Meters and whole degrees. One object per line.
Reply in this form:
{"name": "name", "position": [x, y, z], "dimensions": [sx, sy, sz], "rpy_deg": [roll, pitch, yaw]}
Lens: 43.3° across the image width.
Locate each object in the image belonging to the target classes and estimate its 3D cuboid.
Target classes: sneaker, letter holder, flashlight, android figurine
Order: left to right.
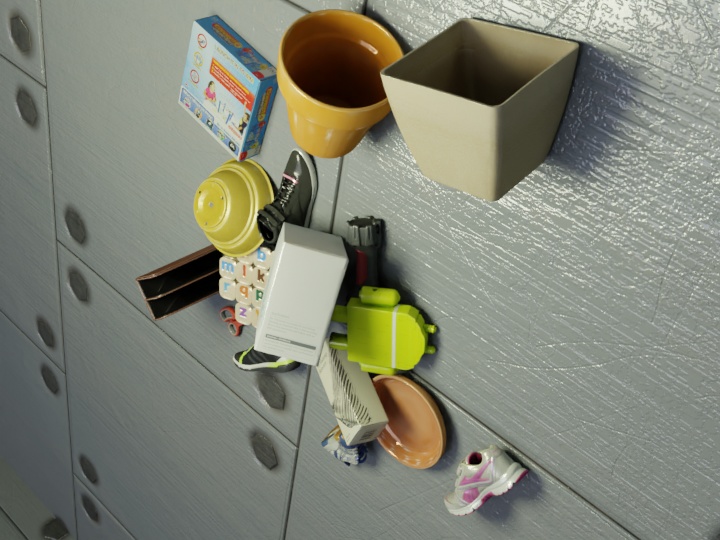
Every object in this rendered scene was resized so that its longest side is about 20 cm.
{"name": "letter holder", "position": [-0.352, 0.018, 1.921], "dimensions": [0.142, 0.199, 0.101], "rpy_deg": [-11, 104, 62]}
{"name": "sneaker", "position": [-0.204, 0.171, 1.980], "dimensions": [0.199, 0.072, 0.083], "rpy_deg": [-3, 105, 40]}
{"name": "sneaker", "position": [-0.143, -0.132, 1.715], "dimensions": [0.071, 0.099, 0.201], "rpy_deg": [34, 132, 31]}
{"name": "sneaker", "position": [-0.010, 0.352, 1.869], "dimensions": [0.088, 0.075, 0.200], "rpy_deg": [45, 156, 1]}
{"name": "flashlight", "position": [0.000, 0.000, 1.664], "dimensions": [0.068, 0.068, 0.201], "rpy_deg": [21, 127, 38]}
{"name": "android figurine", "position": [0.040, 0.114, 1.654], "dimensions": [0.198, 0.041, 0.183], "rpy_deg": [5, 120, 13]}
{"name": "sneaker", "position": [0.214, 0.375, 1.647], "dimensions": [0.088, 0.081, 0.200], "rpy_deg": [54, 131, 11]}

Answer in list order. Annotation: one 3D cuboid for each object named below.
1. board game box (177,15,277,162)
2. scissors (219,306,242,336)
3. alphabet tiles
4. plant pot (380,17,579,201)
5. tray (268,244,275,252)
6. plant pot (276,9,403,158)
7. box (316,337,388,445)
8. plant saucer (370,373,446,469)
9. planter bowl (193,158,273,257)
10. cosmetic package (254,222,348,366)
{"name": "board game box", "position": [-0.257, -0.349, 1.746], "dimensions": [0.200, 0.056, 0.196], "rpy_deg": [44, 137, 20]}
{"name": "scissors", "position": [-0.264, 0.104, 2.024], "dimensions": [0.200, 0.014, 0.074], "rpy_deg": [-22, 94, 58]}
{"name": "alphabet tiles", "position": [-0.204, 0.037, 1.874], "dimensions": [0.199, 0.015, 0.197], "rpy_deg": [16, 121, 20]}
{"name": "plant pot", "position": [0.170, -0.217, 1.277], "dimensions": [0.199, 0.200, 0.178], "rpy_deg": [25, 139, 35]}
{"name": "tray", "position": [-0.173, 0.051, 1.910], "dimensions": [0.107, 0.022, 0.201], "rpy_deg": [36, 134, 26]}
{"name": "plant pot", "position": [-0.043, -0.283, 1.470], "dimensions": [0.200, 0.200, 0.184], "rpy_deg": [49, 153, 15]}
{"name": "box", "position": [-0.021, 0.231, 1.765], "dimensions": [0.201, 0.068, 0.082], "rpy_deg": [64, 145, 29]}
{"name": "plant saucer", "position": [0.090, 0.286, 1.753], "dimensions": [0.199, 0.037, 0.201], "rpy_deg": [25, 128, 37]}
{"name": "planter bowl", "position": [-0.272, -0.128, 1.809], "dimensions": [0.199, 0.083, 0.202], "rpy_deg": [0, 89, 36]}
{"name": "cosmetic package", "position": [-0.109, 0.036, 1.634], "dimensions": [0.122, 0.199, 0.201], "rpy_deg": [16, 101, -8]}
